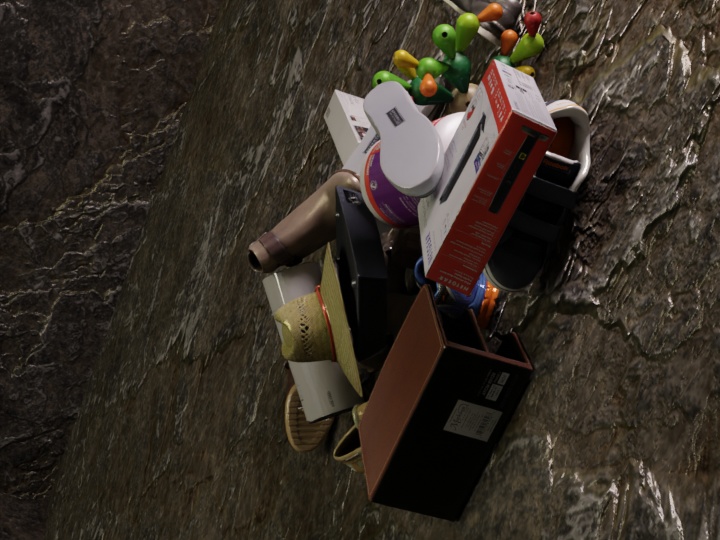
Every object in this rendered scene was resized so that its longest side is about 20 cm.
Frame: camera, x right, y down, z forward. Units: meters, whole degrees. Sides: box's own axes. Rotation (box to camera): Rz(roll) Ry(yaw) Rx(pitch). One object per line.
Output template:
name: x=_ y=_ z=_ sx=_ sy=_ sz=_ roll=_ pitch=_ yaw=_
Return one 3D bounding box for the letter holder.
letter holder: x=0.081 y=0.135 z=1.447 sx=0.142 sy=0.100 sz=0.201 roll=-105 pitch=35 yaw=-60

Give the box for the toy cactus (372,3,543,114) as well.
toy cactus: x=0.121 y=-0.211 z=1.563 sx=0.165 sy=0.199 sz=0.103 roll=65 pitch=-177 yaw=-49

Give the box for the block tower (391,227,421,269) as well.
block tower: x=0.078 y=-0.093 z=1.697 sx=0.054 sy=0.058 sz=0.201 roll=134 pitch=144 yaw=-57

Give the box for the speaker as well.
speaker: x=-0.062 y=0.092 z=1.789 sx=0.081 sy=0.081 sz=0.201 roll=-35 pitch=72 yaw=63

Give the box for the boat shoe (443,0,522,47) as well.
boat shoe: x=0.147 y=-0.328 z=1.678 sx=0.057 sy=0.067 sz=0.200 roll=-53 pitch=29 yaw=14

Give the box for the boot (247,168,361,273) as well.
boot: x=-0.072 y=-0.052 z=1.750 sx=0.070 sy=0.146 sz=0.200 roll=56 pitch=163 yaw=7

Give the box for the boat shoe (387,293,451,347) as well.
boat shoe: x=0.068 y=0.070 z=1.595 sx=0.074 sy=0.063 sz=0.201 roll=-59 pitch=17 yaw=-5

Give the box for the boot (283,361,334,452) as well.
boot: x=-0.075 y=0.172 z=1.957 sx=0.166 sy=0.072 sz=0.201 roll=121 pitch=157 yaw=-70

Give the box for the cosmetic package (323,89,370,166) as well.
cosmetic package: x=0.008 y=-0.189 z=1.936 sx=0.051 sy=0.082 sz=0.200 roll=-64 pitch=22 yaw=22

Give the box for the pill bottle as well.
pill bottle: x=0.093 y=-0.114 z=1.553 sx=0.200 sy=0.112 sz=0.113 roll=-13 pitch=63 yaw=57

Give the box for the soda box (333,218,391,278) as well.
soda box: x=0.013 y=-0.020 z=1.810 sx=0.064 sy=0.068 sz=0.201 roll=-99 pitch=30 yaw=-51

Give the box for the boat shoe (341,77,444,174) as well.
boat shoe: x=0.052 y=-0.167 z=1.812 sx=0.072 sy=0.066 sz=0.200 roll=30 pitch=85 yaw=48

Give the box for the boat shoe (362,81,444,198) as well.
boat shoe: x=0.053 y=-0.132 z=1.456 sx=0.068 sy=0.057 sz=0.200 roll=-29 pitch=37 yaw=9

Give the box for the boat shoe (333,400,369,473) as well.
boat shoe: x=0.026 y=0.175 z=1.606 sx=0.072 sy=0.076 sz=0.200 roll=-95 pitch=27 yaw=-46

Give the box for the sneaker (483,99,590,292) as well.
sneaker: x=0.174 y=-0.077 z=1.369 sx=0.079 sy=0.078 sz=0.201 roll=178 pitch=108 yaw=-77

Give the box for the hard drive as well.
hard drive: x=0.000 y=0.000 z=1.616 sx=0.200 sy=0.042 sz=0.135 roll=-104 pitch=12 yaw=-56

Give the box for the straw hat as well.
straw hat: x=-0.057 y=0.068 z=1.627 sx=0.201 sy=0.085 sz=0.202 roll=167 pitch=90 yaw=-88

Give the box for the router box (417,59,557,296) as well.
router box: x=0.119 y=-0.095 z=1.342 sx=0.200 sy=0.049 sz=0.180 roll=-90 pitch=26 yaw=-69

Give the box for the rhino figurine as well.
rhino figurine: x=0.028 y=0.034 z=1.728 sx=0.087 sy=0.059 sz=0.201 roll=-139 pitch=61 yaw=-67

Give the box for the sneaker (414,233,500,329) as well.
sneaker: x=0.096 y=-0.007 z=1.543 sx=0.200 sy=0.078 sz=0.076 roll=-118 pitch=47 yaw=-64
